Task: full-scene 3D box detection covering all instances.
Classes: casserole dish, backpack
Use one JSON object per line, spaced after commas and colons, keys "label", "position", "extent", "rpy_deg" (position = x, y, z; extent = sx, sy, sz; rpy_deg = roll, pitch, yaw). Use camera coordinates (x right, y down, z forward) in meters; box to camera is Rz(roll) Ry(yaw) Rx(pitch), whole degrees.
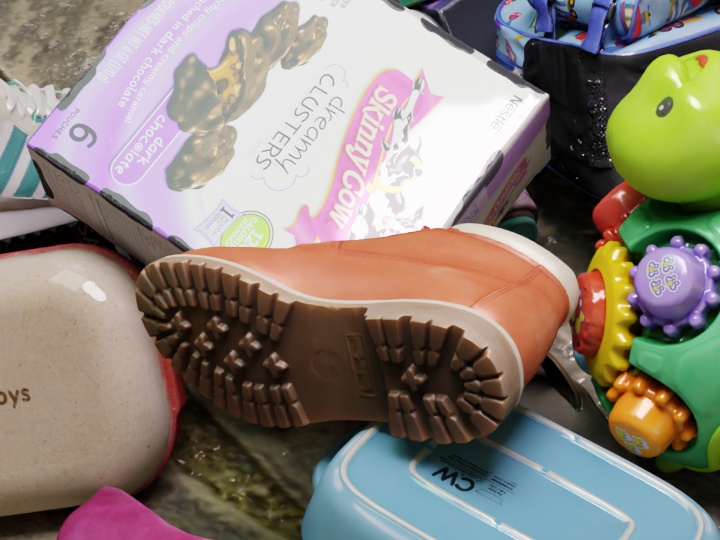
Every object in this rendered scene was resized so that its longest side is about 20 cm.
{"label": "casserole dish", "position": [0.067, 0.108, 0.976], "extent": [0.199, 0.039, 0.121], "rpy_deg": [26, 45, 26]}
{"label": "backpack", "position": [0.155, -0.118, 1.210], "extent": [0.181, 0.136, 0.200], "rpy_deg": [-17, 21, -18]}

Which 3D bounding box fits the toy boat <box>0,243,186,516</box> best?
{"label": "toy boat", "position": [-0.178, 0.055, 1.193], "extent": [0.198, 0.132, 0.131], "rpy_deg": [-8, 5, 17]}

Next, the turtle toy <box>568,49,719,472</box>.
{"label": "turtle toy", "position": [0.147, 0.000, 1.015], "extent": [0.100, 0.202, 0.146], "rpy_deg": [3, 23, -11]}

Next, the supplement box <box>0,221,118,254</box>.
{"label": "supplement box", "position": [-0.237, 0.008, 1.283], "extent": [0.199, 0.061, 0.109], "rpy_deg": [-28, 38, -4]}

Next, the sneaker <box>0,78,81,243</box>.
{"label": "sneaker", "position": [-0.182, -0.073, 1.209], "extent": [0.199, 0.094, 0.070], "rpy_deg": [-20, 38, -26]}

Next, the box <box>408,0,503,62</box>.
{"label": "box", "position": [0.047, -0.166, 1.374], "extent": [0.148, 0.105, 0.199], "rpy_deg": [-38, 37, -27]}

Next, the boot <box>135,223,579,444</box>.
{"label": "boot", "position": [-0.001, 0.017, 1.020], "extent": [0.199, 0.076, 0.107], "rpy_deg": [10, 34, 29]}

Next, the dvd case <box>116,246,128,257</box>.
{"label": "dvd case", "position": [-0.096, -0.026, 1.325], "extent": [0.199, 0.025, 0.151], "rpy_deg": [5, 41, 34]}

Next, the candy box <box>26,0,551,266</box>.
{"label": "candy box", "position": [-0.032, -0.059, 1.128], "extent": [0.199, 0.072, 0.168], "rpy_deg": [33, 72, 17]}

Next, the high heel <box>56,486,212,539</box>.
{"label": "high heel", "position": [-0.057, 0.128, 1.052], "extent": [0.199, 0.067, 0.096], "rpy_deg": [-14, 40, 31]}

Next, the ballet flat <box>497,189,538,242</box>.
{"label": "ballet flat", "position": [0.000, 0.000, 1.190], "extent": [0.199, 0.069, 0.071], "rpy_deg": [-30, 59, -20]}

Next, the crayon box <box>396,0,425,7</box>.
{"label": "crayon box", "position": [0.076, -0.222, 1.291], "extent": [0.199, 0.059, 0.119], "rpy_deg": [-21, 33, -3]}

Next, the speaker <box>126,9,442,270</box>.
{"label": "speaker", "position": [-0.037, -0.059, 1.224], "extent": [0.199, 0.082, 0.081], "rpy_deg": [-31, 35, -18]}

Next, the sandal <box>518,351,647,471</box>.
{"label": "sandal", "position": [0.064, 0.062, 1.090], "extent": [0.081, 0.055, 0.200], "rpy_deg": [-29, 35, -13]}
